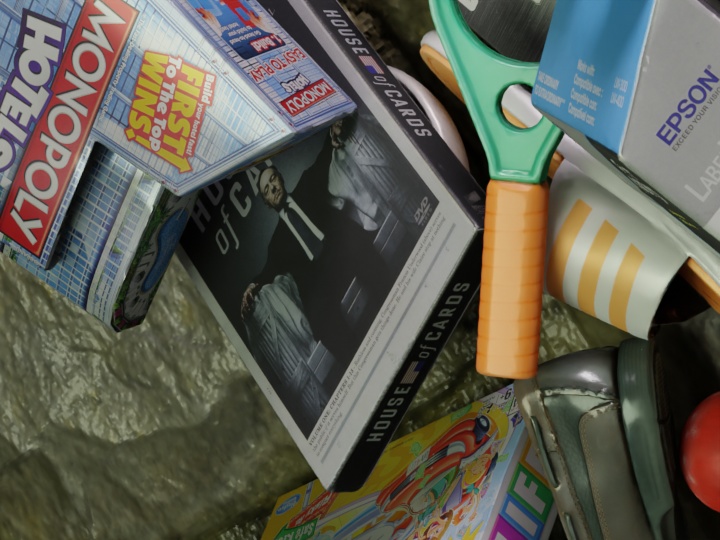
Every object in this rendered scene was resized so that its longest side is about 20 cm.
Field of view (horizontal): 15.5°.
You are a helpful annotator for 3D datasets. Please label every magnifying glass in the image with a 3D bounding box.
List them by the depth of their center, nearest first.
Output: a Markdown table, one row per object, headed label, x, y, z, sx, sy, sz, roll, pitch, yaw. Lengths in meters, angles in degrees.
| label | x | y | z | sx | sy | sz | roll | pitch | yaw |
| --- | --- | --- | --- | --- | --- | --- | --- | --- | --- |
| magnifying glass | 0.063 | -0.057 | 1.040 | 0.079 | 0.022 | 0.201 | 6 | 105 | 15 |

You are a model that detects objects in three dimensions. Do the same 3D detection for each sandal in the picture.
| label | x | y | z | sx | sy | sz | roll | pitch | yaw |
| --- | --- | --- | --- | --- | --- | --- | --- | --- | --- |
| sandal | 0.088 | -0.020 | 1.097 | 0.207 | 0.079 | 0.059 | 41 | 89 | 27 |

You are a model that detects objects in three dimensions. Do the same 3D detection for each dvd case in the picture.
| label | x | y | z | sx | sy | sz | roll | pitch | yaw |
| --- | --- | --- | --- | --- | --- | --- | --- | --- | --- |
| dvd case | -0.021 | -0.025 | 1.166 | 0.200 | 0.025 | 0.151 | 54 | 129 | 37 |

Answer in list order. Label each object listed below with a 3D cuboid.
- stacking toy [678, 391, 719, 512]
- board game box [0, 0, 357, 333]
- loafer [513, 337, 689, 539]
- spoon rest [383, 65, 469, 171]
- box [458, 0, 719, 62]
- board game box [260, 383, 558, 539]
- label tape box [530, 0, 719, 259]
| label | x | y | z | sx | sy | sz | roll | pitch | yaw |
| --- | --- | --- | --- | --- | --- | --- | --- | --- | --- |
| stacking toy | 0.213 | 0.079 | 1.051 | 0.199 | 0.085 | 0.086 | 8 | 116 | 46 |
| board game box | -0.112 | -0.075 | 1.147 | 0.199 | 0.062 | 0.201 | 34 | 118 | 16 |
| loafer | 0.109 | 0.117 | 1.135 | 0.063 | 0.072 | 0.201 | -5 | 119 | 11 |
| spoon rest | 0.000 | 0.000 | 1.192 | 0.099 | 0.060 | 0.201 | 48 | 138 | 37 |
| box | 0.098 | -0.150 | 1.051 | 0.200 | 0.048 | 0.159 | 43 | 132 | 17 |
| board game box | 0.011 | 0.134 | 1.203 | 0.034 | 0.135 | 0.200 | 41 | 137 | -19 |
| label tape box | 0.118 | -0.052 | 0.940 | 0.200 | 0.143 | 0.066 | 35 | 94 | -13 |
